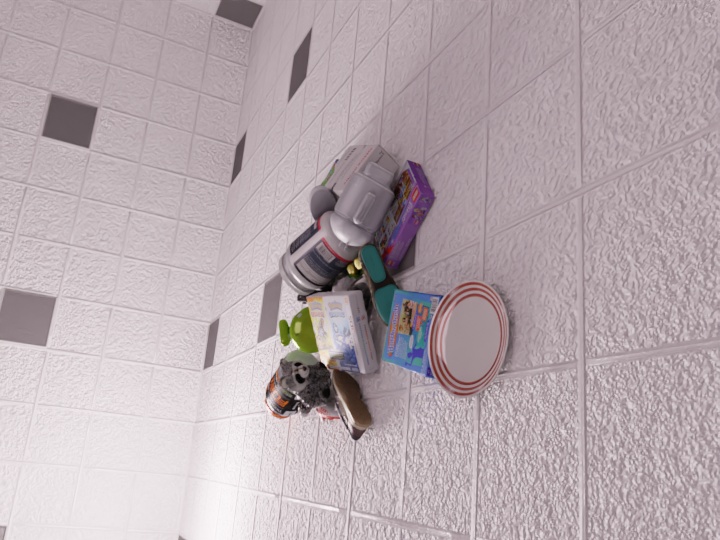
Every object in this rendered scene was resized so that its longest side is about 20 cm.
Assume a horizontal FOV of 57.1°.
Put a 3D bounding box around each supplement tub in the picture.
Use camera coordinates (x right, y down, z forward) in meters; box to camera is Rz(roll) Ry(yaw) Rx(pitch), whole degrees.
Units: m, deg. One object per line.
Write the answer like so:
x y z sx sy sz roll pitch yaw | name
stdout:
-0.103 -0.043 1.692 0.199 0.139 0.143 -38 42 29 | supplement tub
-0.193 0.324 1.854 0.201 0.120 0.125 123 150 -41 | supplement tub

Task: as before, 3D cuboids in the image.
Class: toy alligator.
0.000 0.000 1.647 0.055 0.059 0.200 54 145 5 | toy alligator

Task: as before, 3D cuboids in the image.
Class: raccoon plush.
-0.154 0.293 1.589 0.098 0.131 0.203 -111 38 -51 | raccoon plush

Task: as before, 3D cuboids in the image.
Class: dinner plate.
0.187 0.118 1.142 0.199 0.024 0.205 -29 54 49 | dinner plate

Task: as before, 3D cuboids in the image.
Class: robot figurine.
-0.127 0.155 1.747 0.200 0.171 0.119 154 102 -90 | robot figurine
0.003 -0.142 1.497 0.203 0.111 0.170 -63 3 4 | robot figurine

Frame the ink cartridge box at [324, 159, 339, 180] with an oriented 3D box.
-0.073 -0.193 1.885 0.201 0.075 0.139 123 150 -44 | ink cartridge box

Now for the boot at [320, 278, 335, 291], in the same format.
-0.101 -0.038 1.905 0.133 0.066 0.200 -65 33 17 | boot

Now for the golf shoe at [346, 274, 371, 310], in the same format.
-0.015 0.091 1.630 0.201 0.076 0.095 -58 7 44 | golf shoe

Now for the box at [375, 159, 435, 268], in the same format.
0.094 -0.126 1.497 0.138 0.038 0.202 -106 35 -49 | box

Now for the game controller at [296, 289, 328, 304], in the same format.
-0.099 0.075 1.773 0.199 0.102 0.043 180 98 -67 | game controller

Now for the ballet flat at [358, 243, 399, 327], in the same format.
0.048 0.038 1.474 0.076 0.066 0.204 77 172 -71 | ballet flat

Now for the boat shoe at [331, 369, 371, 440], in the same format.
-0.032 0.310 1.543 0.066 0.071 0.201 -63 32 21 | boat shoe

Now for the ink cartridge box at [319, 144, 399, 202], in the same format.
-0.007 -0.236 1.670 0.147 0.084 0.199 -52 22 -6 | ink cartridge box

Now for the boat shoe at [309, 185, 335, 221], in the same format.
-0.093 -0.162 1.718 0.201 0.071 0.067 64 -176 -56 | boat shoe

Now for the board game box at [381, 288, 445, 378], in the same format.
0.114 0.121 1.317 0.199 0.044 0.156 -173 94 -67 | board game box

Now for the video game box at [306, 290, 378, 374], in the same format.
-0.045 0.143 1.558 0.198 0.046 0.187 -6 97 56 | video game box

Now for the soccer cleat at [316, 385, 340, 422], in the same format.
-0.080 0.321 1.653 0.199 0.067 0.088 -169 81 -72 | soccer cleat

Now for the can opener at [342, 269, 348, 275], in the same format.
-0.024 -0.089 1.756 0.052 0.066 0.205 15 96 28 | can opener
